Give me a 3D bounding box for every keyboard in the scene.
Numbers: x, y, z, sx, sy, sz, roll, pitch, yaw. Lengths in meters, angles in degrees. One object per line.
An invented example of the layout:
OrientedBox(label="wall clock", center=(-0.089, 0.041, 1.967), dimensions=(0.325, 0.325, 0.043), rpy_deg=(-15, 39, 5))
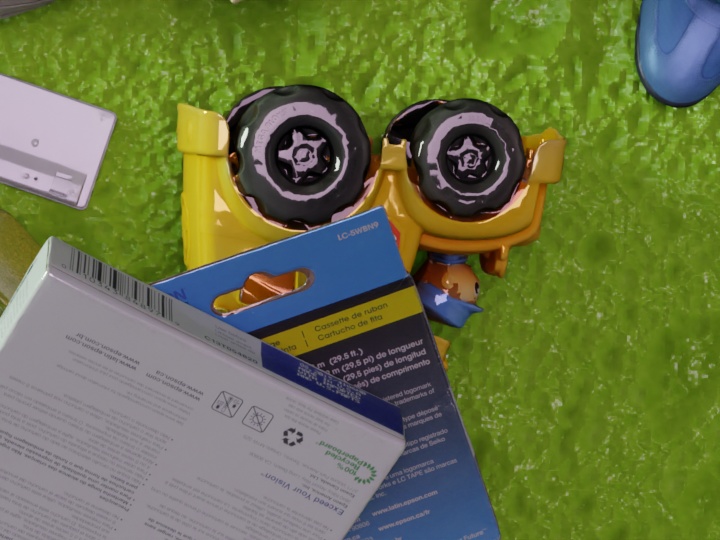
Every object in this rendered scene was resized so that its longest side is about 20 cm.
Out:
OrientedBox(label="keyboard", center=(-0.234, -0.091, 1.511), dimensions=(0.199, 0.011, 0.056), rpy_deg=(19, 79, -5))

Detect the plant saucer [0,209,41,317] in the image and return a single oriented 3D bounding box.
OrientedBox(label="plant saucer", center=(-0.198, 0.101, 1.459), dimensions=(0.200, 0.048, 0.200), rpy_deg=(-44, 83, -2))

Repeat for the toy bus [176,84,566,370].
OrientedBox(label="toy bus", center=(0.000, 0.000, 1.471), dimensions=(0.199, 0.136, 0.193), rpy_deg=(3, 91, -8))

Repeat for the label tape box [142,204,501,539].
OrientedBox(label="label tape box", center=(-0.028, 0.063, 1.399), dimensions=(0.144, 0.063, 0.201), rpy_deg=(-18, 116, 2))

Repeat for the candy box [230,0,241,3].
OrientedBox(label="candy box", center=(-0.070, -0.248, 1.476), dimensions=(0.115, 0.055, 0.200), rpy_deg=(-27, 72, -28))

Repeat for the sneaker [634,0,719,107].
OrientedBox(label="sneaker", center=(0.214, -0.183, 1.534), dimensions=(0.066, 0.078, 0.201), rpy_deg=(32, 84, -6))

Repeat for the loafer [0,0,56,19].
OrientedBox(label="loafer", center=(-0.128, -0.190, 1.497), dimensions=(0.199, 0.070, 0.070), rpy_deg=(-27, 86, -10))

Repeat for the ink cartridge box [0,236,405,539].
OrientedBox(label="ink cartridge box", center=(-0.110, 0.109, 1.355), dimensions=(0.199, 0.041, 0.200), rpy_deg=(27, 112, -16))
